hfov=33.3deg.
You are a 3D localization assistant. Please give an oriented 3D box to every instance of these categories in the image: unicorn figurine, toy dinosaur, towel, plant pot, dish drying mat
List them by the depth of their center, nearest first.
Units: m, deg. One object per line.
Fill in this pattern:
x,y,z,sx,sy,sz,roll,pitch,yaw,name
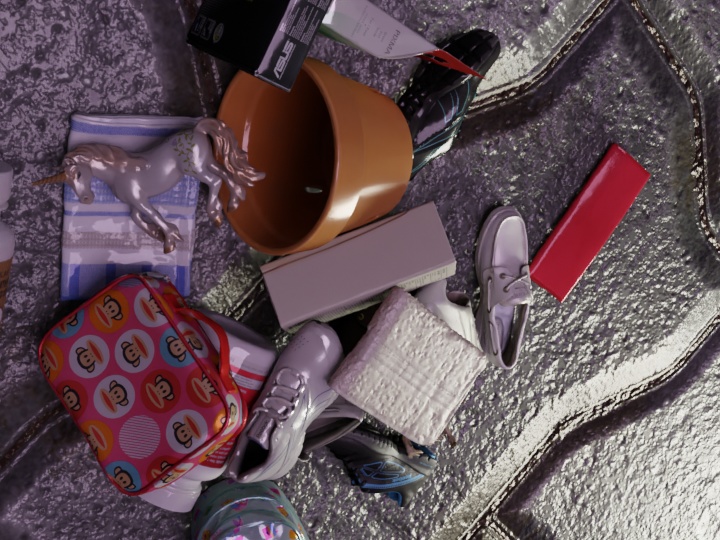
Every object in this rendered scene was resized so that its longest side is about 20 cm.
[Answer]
-0.207,-0.088,1.200,0.199,0.074,0.138,-33,111,-7,unicorn figurine
-0.041,-0.121,1.246,0.139,0.199,0.202,-5,111,-44,plant pot
-0.235,-0.064,1.249,0.145,0.024,0.202,0,108,-27,towel
0.055,0.108,1.317,0.133,0.034,0.200,-56,137,-4,towel
0.064,0.166,1.438,0.058,0.102,0.199,-29,151,24,toy dinosaur
0.288,-0.060,1.530,0.077,0.018,0.201,34,91,-32,dish drying mat

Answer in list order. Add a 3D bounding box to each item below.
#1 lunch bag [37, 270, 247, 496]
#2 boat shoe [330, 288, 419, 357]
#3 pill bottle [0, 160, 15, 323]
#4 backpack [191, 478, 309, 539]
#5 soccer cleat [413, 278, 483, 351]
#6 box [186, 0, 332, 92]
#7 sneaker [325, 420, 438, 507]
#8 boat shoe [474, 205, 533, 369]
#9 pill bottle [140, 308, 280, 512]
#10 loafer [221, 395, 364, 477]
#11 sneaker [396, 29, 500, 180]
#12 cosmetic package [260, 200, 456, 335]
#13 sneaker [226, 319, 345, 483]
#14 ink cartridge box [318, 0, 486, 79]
-0.210,0.105,1.215,0.175,0.082,0.201,-36,80,11,lunch bag
0.012,0.040,1.387,0.200,0.070,0.070,-50,138,-15,boat shoe
-0.388,-0.007,1.135,0.113,0.114,0.202,7,104,-29,pill bottle
-0.119,0.338,1.394,0.165,0.126,0.202,-19,112,-17,backpack
0.113,0.068,1.423,0.078,0.069,0.200,-58,148,-6,soccer cleat
-0.079,-0.285,1.151,0.047,0.193,0.202,23,97,-30,box
0.007,0.228,1.451,0.199,0.073,0.082,28,94,-32,sneaker
0.183,0.024,1.473,0.070,0.069,0.202,-8,110,-23,boat shoe
-0.177,0.152,1.305,0.112,0.112,0.202,24,95,-32,pill bottle
-0.083,0.185,1.358,0.199,0.070,0.070,-32,129,16,loafer
0.086,-0.185,1.357,0.200,0.075,0.079,-45,133,3,sneaker
0.000,0.000,1.306,0.198,0.104,0.074,-21,81,0,cosmetic package
-0.078,0.146,1.273,0.202,0.074,0.087,-67,164,16,sneaker
0.010,-0.238,1.234,0.199,0.161,0.050,29,93,-33,ink cartridge box
